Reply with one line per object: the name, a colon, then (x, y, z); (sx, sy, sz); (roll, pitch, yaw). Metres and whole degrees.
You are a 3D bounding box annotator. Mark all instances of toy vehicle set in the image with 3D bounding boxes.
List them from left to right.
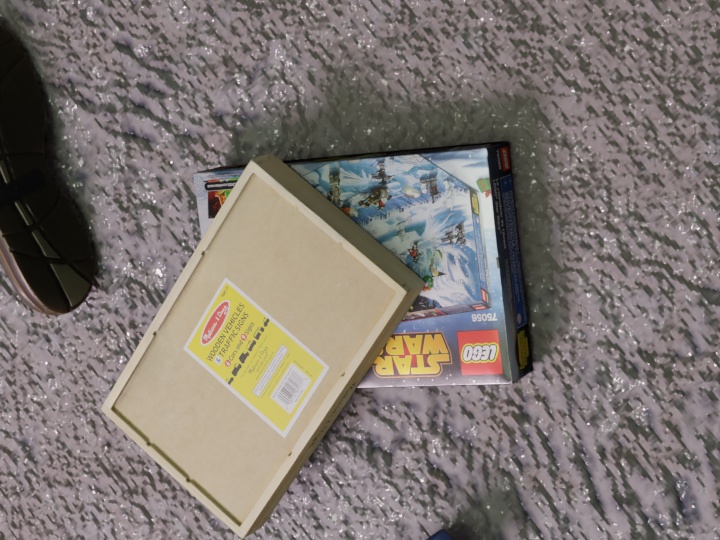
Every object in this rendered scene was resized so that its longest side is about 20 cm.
toy vehicle set: (-0.062, 0.047, 1.152); (0.124, 0.026, 0.201); (40, 115, 14)

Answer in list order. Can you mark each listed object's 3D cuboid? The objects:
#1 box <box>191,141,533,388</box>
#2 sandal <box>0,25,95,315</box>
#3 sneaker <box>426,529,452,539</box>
box: (0.000, 0.000, 1.150); (0.198, 0.040, 0.139); (-3, 98, 27)
sandal: (-0.233, -0.064, 1.244); (0.054, 0.081, 0.202); (-16, 100, 49)
sneaker: (0.019, 0.245, 1.176); (0.078, 0.070, 0.201); (41, 121, 11)
